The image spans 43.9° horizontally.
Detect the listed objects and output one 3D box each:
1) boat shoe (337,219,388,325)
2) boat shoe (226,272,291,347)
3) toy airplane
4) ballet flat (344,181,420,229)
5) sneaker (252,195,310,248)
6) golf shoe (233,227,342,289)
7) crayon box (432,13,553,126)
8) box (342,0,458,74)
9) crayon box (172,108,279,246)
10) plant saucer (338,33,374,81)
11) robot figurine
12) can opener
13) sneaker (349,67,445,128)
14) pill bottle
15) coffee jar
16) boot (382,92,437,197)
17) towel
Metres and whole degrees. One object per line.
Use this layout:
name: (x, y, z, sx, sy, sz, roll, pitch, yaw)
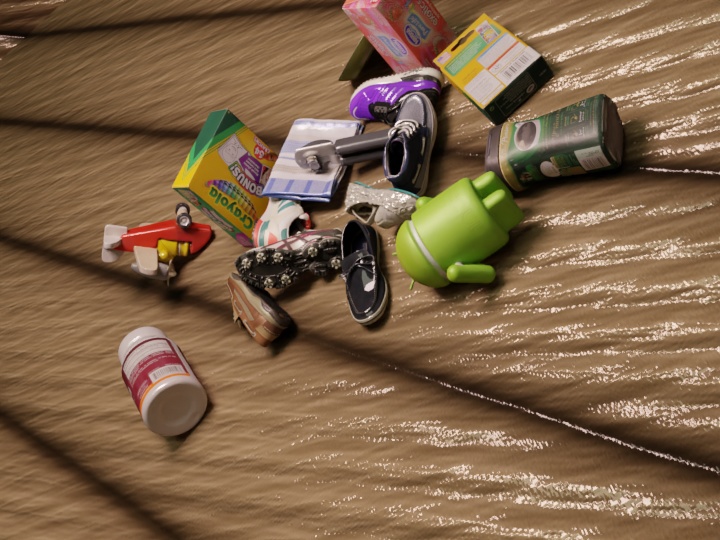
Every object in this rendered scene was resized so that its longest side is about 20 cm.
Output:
boat shoe: (0.000, 0.000, 1.437, 0.074, 0.062, 0.201, -24, 47, 24)
boat shoe: (-0.192, 0.067, 1.549, 0.074, 0.075, 0.200, -57, 34, 4)
toy airplane: (-0.419, -0.042, 1.790, 0.198, 0.142, 0.200, 7, 30, 31)
ballet flat: (0.037, -0.101, 1.484, 0.072, 0.072, 0.200, -56, 32, -9)
sneaker: (-0.127, -0.105, 1.646, 0.093, 0.071, 0.201, 7, 52, 15)
golf shoe: (-0.116, -0.024, 1.536, 0.198, 0.078, 0.088, -9, 27, 8)
crayon box: (0.221, -0.343, 1.515, 0.126, 0.052, 0.200, -42, 41, 8)
box: (0.074, -0.443, 1.610, 0.094, 0.200, 0.103, 18, 71, 47)
crayon box: (-0.233, -0.170, 1.674, 0.058, 0.200, 0.174, 0, 59, 42)
plant saucer: (0.021, -0.446, 1.730, 0.201, 0.031, 0.200, -57, 5, 7)
robot figurine: (0.137, -0.055, 1.312, 0.199, 0.116, 0.176, -36, 46, 15)
can opener: (-0.025, -0.221, 1.596, 0.198, 0.053, 0.067, -7, 52, 14)
sneaker: (0.055, -0.295, 1.614, 0.199, 0.069, 0.100, -12, 54, 37)
pill bottle: (-0.353, 0.188, 1.567, 0.114, 0.114, 0.200, -48, 39, 1)
coffee jar: (0.277, -0.180, 1.308, 0.199, 0.085, 0.105, -11, 56, 35)
boot: (0.080, -0.222, 1.485, 0.072, 0.090, 0.202, -6, 68, 21)
towel: (-0.088, -0.209, 1.659, 0.146, 0.024, 0.201, 6, 53, 20)
